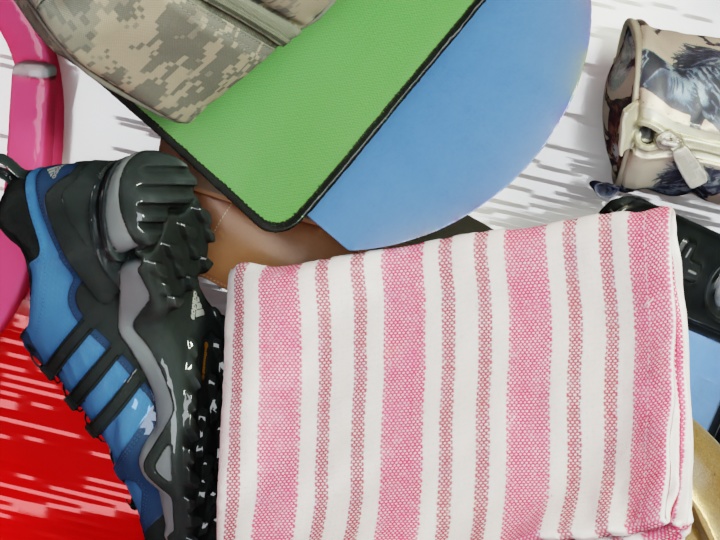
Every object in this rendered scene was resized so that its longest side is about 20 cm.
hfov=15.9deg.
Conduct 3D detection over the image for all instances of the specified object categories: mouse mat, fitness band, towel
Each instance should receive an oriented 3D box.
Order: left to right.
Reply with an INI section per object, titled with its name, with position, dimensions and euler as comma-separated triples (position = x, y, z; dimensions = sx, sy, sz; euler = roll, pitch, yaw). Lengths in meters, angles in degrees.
[fitness band]
position = -0.206, -0.047, 1.143
dimensions = 0.143, 0.037, 0.200
euler = 8, 98, 5
[mouse mat]
position = -0.048, -0.130, 1.118
dimensions = 0.200, 0.008, 0.161
euler = 42, 93, 25
[towel]
position = 0.034, 0.051, 1.044
dimensions = 0.200, 0.030, 0.147
euler = -8, 64, 17

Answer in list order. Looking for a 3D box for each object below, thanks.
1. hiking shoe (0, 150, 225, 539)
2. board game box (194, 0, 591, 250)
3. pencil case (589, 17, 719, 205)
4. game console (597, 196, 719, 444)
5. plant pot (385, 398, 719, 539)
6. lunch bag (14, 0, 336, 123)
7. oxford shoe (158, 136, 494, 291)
[hiking shoe]
position = -0.101, 0.038, 1.126
dimensions = 0.087, 0.074, 0.200
euler = 4, 115, 25
[board game box]
position = 0.008, -0.099, 1.124
dimensions = 0.200, 0.039, 0.158
euler = 40, 85, 25
[pencil case]
position = 0.202, -0.052, 1.106
dimensions = 0.200, 0.090, 0.078
euler = 11, 125, 2
[game console]
position = 0.157, 0.094, 1.094
dimensions = 0.176, 0.116, 0.200
euler = 21, 92, -37
[plant pot]
position = 0.072, 0.138, 1.059
dimensions = 0.200, 0.027, 0.201
euler = 0, 88, 9
[lunch bag]
position = -0.076, -0.184, 1.062
dimensions = 0.168, 0.139, 0.200
euler = -40, 63, 14
[oxford shoe]
position = 0.000, 0.000, 1.135
dimensions = 0.200, 0.071, 0.071
euler = 19, 108, 10
